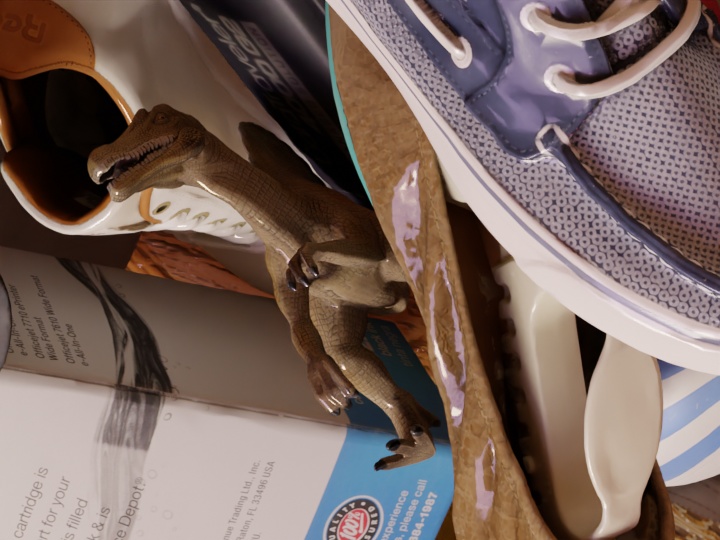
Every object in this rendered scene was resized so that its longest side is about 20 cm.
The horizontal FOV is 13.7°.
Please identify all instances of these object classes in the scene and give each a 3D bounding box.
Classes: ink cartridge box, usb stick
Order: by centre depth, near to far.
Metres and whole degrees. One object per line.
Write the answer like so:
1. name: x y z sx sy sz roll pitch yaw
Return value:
1. usb stick: -0.012 -0.059 0.855 0.055 0.033 0.200 15 156 41
2. ink cartridge box: -0.088 0.078 0.941 0.199 0.145 0.084 11 -153 -26

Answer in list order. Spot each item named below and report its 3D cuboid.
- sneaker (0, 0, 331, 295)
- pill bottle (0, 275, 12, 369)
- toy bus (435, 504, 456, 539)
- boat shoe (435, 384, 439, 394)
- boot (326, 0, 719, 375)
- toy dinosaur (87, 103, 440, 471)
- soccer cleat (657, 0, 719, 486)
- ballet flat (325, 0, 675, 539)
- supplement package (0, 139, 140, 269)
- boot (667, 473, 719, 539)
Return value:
1. sneaker: -0.066 -0.032 0.895 0.073 0.085 0.200 5 152 31
2. pill bottle: -0.167 -0.037 0.826 0.112 0.112 0.200 51 -177 -45
3. toy bus: 0.084 0.119 1.051 0.199 0.065 0.078 16 -177 16
4. boat shoe: 0.117 0.074 0.983 0.199 0.074 0.067 23 -178 6
5. boot: 0.043 -0.064 0.684 0.200 0.073 0.090 45 158 10
6. toy dinosaur: 0.000 0.000 0.854 0.101 0.058 0.200 56 -169 26
7. soccer cleat: 0.106 -0.013 0.820 0.086 0.070 0.200 -9 145 -10
8. ballet flat: 0.044 0.000 0.773 0.068 0.201 0.072 -12 -178 -32
9. supplement package: -0.190 0.026 1.072 0.120 0.122 0.200 32 153 -20
10. boot: 0.099 0.147 0.957 0.186 0.064 0.200 32 139 -3
